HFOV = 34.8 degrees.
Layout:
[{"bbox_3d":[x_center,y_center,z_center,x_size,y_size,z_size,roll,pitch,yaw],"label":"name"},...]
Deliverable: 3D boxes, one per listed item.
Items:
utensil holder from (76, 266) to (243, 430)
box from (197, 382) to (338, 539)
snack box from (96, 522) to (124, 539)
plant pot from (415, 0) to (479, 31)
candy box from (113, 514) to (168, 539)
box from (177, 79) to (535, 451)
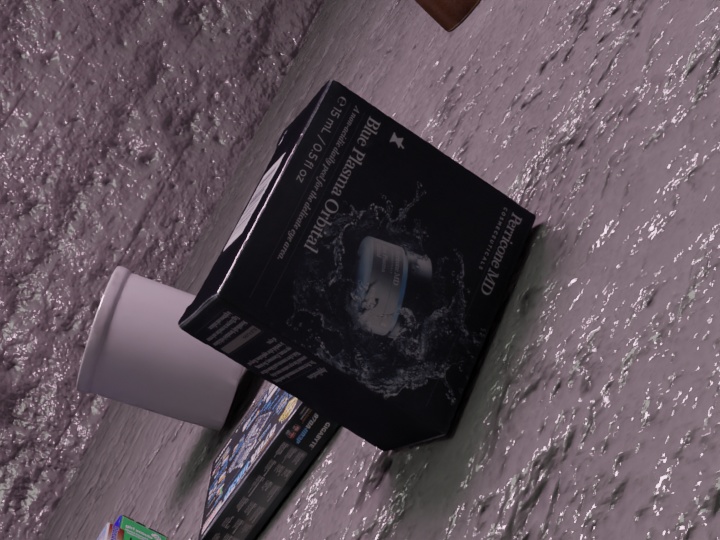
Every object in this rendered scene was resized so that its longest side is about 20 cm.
[{"bbox_3d":[-0.254,0.107,1.517,0.170,0.197,0.172,-161,90,-84],"label":"utensil holder"},{"bbox_3d":[-0.090,0.175,1.163,0.201,0.046,0.159,-55,14,17],"label":"box"},{"bbox_3d":[-0.330,0.384,1.294,0.201,0.024,0.072,-57,13,7],"label":"snack box"},{"bbox_3d":[0.094,-0.472,1.601,0.188,0.199,0.187,-53,13,18],"label":"plant pot"},{"bbox_3d":[-0.305,0.413,1.355,0.170,0.076,0.200,-56,15,10],"label":"candy box"},{"bbox_3d":[0.000,0.000,0.881,0.199,0.199,0.117,-64,14,-23],"label":"box"}]
